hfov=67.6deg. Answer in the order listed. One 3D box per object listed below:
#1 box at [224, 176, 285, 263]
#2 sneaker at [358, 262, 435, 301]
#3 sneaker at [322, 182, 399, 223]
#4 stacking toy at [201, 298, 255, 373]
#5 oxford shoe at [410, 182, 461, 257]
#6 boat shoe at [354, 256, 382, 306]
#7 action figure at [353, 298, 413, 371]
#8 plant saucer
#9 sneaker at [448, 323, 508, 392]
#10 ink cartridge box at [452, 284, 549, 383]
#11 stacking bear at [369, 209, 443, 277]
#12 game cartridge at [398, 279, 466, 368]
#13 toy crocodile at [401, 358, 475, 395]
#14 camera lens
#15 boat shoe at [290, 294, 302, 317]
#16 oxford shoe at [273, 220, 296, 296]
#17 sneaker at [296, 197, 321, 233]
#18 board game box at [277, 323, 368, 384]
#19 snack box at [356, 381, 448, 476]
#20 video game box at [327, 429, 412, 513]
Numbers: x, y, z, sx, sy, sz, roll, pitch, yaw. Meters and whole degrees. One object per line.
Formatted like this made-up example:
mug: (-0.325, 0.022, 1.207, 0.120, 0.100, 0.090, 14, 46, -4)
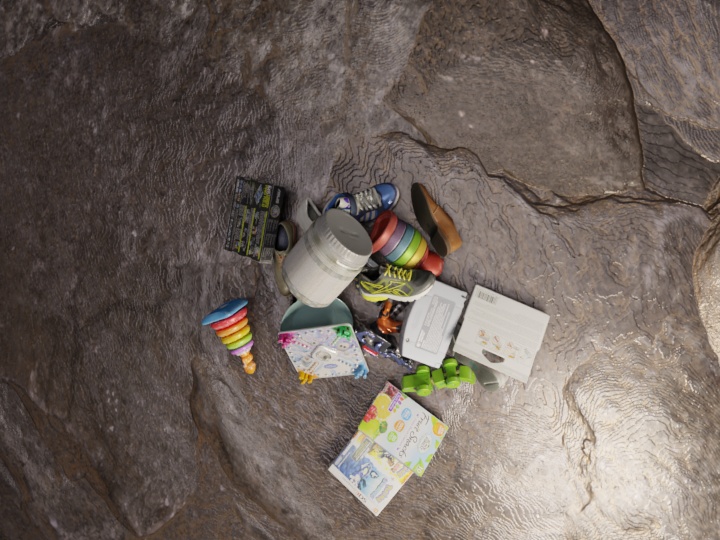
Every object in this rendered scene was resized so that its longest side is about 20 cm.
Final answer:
box: (-0.284, -0.136, 1.428, 0.157, 0.044, 0.207, 16, 98, 37)
sneaker: (0.082, 0.024, 1.292, 0.194, 0.076, 0.086, -10, 132, 21)
sneaker: (-0.003, -0.165, 1.342, 0.196, 0.146, 0.083, -26, 80, 14)
stacking toy: (-0.334, 0.190, 1.475, 0.113, 0.110, 0.205, -18, 101, 27)
oxford shoe: (0.190, -0.135, 1.358, 0.070, 0.071, 0.204, -22, 79, -25)
boat shoe: (0.000, 0.000, 1.395, 0.199, 0.071, 0.092, 41, 99, 5)
action figure: (0.080, 0.163, 1.398, 0.199, 0.105, 0.193, 40, 109, -21)
plant saucer: (-0.117, 0.144, 1.418, 0.194, 0.039, 0.207, -6, 118, -11)
sneaker: (0.292, 0.211, 1.353, 0.201, 0.079, 0.071, 50, 135, 23)
ink cartridge box: (0.342, 0.155, 1.320, 0.195, 0.044, 0.178, 23, 80, 9)
stacking bear: (0.120, -0.047, 1.336, 0.198, 0.113, 0.124, 35, 65, -17)
game cartridge: (0.173, 0.127, 1.331, 0.130, 0.040, 0.205, 20, 93, -18)
toy crocodile: (0.198, 0.280, 1.382, 0.194, 0.062, 0.069, -16, 49, 14)
camera lens: (-0.083, -0.025, 1.284, 0.161, 0.159, 0.200, 47, 120, 5)
boat shoe: (-0.144, 0.031, 1.431, 0.070, 0.065, 0.206, 17, 97, 11)
oxford shoe: (-0.209, -0.030, 1.436, 0.068, 0.074, 0.207, -2, 93, 12)
sneaker: (-0.103, -0.093, 1.387, 0.074, 0.089, 0.203, -28, 81, -25)
board game box: (-0.094, 0.221, 1.390, 0.194, 0.026, 0.203, -8, 133, 13)
snack box: (0.107, 0.404, 1.384, 0.198, 0.053, 0.144, 35, 75, 7)
video game box: (0.038, 0.516, 1.437, 0.181, 0.047, 0.202, 39, 100, 5)
